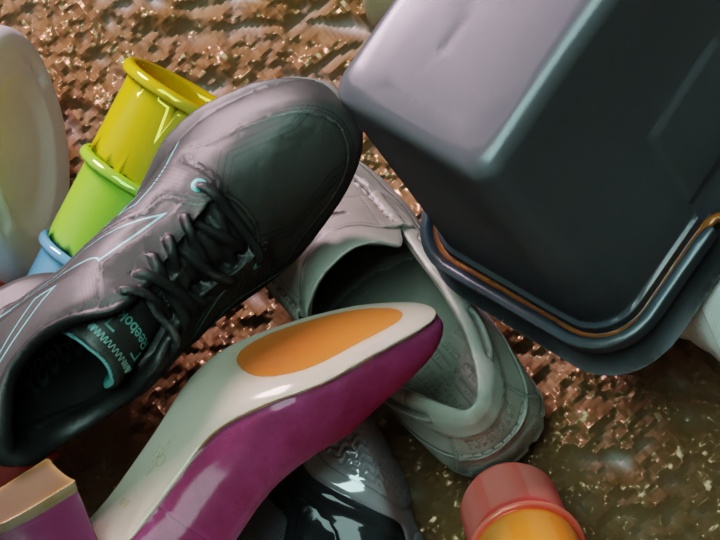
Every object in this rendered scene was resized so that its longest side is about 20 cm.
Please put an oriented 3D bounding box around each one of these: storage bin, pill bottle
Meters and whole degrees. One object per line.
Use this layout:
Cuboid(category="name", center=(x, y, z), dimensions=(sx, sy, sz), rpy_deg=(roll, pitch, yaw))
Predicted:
Cuboid(category="storage bin", center=(0.093, -0.080, 1.078), dimensions=(0.145, 0.134, 0.201), rpy_deg=(32, 85, 36))
Cuboid(category="pill bottle", center=(-0.235, -0.041, 1.256), dimensions=(0.198, 0.112, 0.113), rpy_deg=(-4, 68, 15))

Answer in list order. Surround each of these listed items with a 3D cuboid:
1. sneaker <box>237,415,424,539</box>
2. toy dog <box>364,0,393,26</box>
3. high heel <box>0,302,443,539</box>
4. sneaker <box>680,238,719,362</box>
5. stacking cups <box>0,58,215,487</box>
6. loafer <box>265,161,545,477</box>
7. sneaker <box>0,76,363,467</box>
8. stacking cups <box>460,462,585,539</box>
Cuboid(category="sneaker", center=(-0.025, 0.148, 1.138), dimensions=(0.113, 0.076, 0.201), rpy_deg=(-22, 59, 10))
Cuboid(category="toy dog", center=(0.039, -0.190, 1.192), dimensions=(0.131, 0.201, 0.097), rpy_deg=(6, 51, -6))
Cuboid(category="high heel", center=(-0.045, 0.090, 1.112), dimensions=(0.199, 0.096, 0.067), rpy_deg=(-30, 24, -18))
Cuboid(category="sneaker", center=(0.114, -0.007, 1.160), dimensions=(0.099, 0.075, 0.201), rpy_deg=(-36, 55, 10))
Cuboid(category="stacking cups", center=(-0.118, 0.014, 1.192), dimensions=(0.060, 0.060, 0.201), rpy_deg=(34, 97, 26))
Cuboid(category="loafer", center=(0.000, 0.000, 1.187), dimensions=(0.070, 0.070, 0.200), rpy_deg=(-44, 63, -2))
Cuboid(category="sneaker", center=(-0.074, 0.007, 1.125), dimensions=(0.200, 0.075, 0.079), rpy_deg=(-41, 22, 4))
Cuboid(category="stacking cups", center=(0.071, 0.130, 1.064), dimensions=(0.060, 0.061, 0.200), rpy_deg=(-28, 29, 6))
